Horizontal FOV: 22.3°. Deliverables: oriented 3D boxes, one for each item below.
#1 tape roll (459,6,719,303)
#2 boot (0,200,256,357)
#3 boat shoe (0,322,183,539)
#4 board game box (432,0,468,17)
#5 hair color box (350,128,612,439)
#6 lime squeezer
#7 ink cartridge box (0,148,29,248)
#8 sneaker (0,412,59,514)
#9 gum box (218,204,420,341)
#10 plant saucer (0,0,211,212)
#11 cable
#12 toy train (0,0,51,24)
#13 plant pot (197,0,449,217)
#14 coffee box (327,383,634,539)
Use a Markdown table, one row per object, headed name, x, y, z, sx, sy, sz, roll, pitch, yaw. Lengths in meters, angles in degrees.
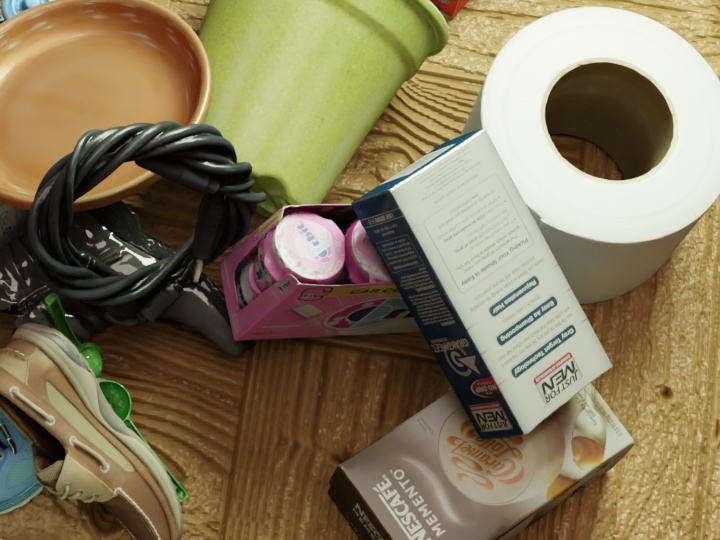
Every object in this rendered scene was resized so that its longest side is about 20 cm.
| name | x | y | z | sx | sy | sz | roll | pitch | yaw |
| --- | --- | --- | --- | --- | --- | --- | --- | --- | --- |
| tape roll | 0.180 | -0.090 | 1.451 | 0.202 | 0.139 | 0.203 | 3 | 68 | -8 |
| boot | -0.188 | 0.029 | 1.397 | 0.200 | 0.070 | 0.132 | 41 | 85 | -2 |
| boat shoe | -0.204 | 0.132 | 1.315 | 0.072 | 0.076 | 0.200 | -45 | 109 | -31 |
| board game box | 0.052 | -0.336 | 1.578 | 0.200 | 0.040 | 0.153 | 39 | 69 | 7 |
| hair color box | 0.088 | 0.011 | 1.311 | 0.100 | 0.061 | 0.200 | -33 | 99 | -30 |
| lime squeezer | -0.195 | 0.089 | 1.351 | 0.038 | 0.071 | 0.200 | -30 | 119 | -4 |
| ink cartridge box | -0.222 | -0.092 | 1.415 | 0.200 | 0.095 | 0.037 | -41 | 77 | -20 |
| sneaker | -0.289 | 0.146 | 1.317 | 0.200 | 0.090 | 0.078 | -36 | 78 | -23 |
| gum box | 0.000 | 0.000 | 1.371 | 0.200 | 0.113 | 0.066 | -2 | 69 | -31 |
| plant saucer | -0.206 | -0.120 | 1.349 | 0.200 | 0.037 | 0.200 | -4 | 56 | 6 |
| cable | -0.149 | -0.036 | 1.276 | 0.163 | 0.200 | 0.051 | -30 | 58 | -1 |
| toy train | -0.277 | -0.138 | 1.434 | 0.114 | 0.087 | 0.200 | 46 | 67 | 0 |
| plant pot | -0.059 | -0.145 | 1.424 | 0.200 | 0.200 | 0.184 | 26 | 80 | 2 |
| coffee box | 0.090 | 0.149 | 1.378 | 0.200 | 0.080 | 0.114 | -33 | 77 | -18 |
